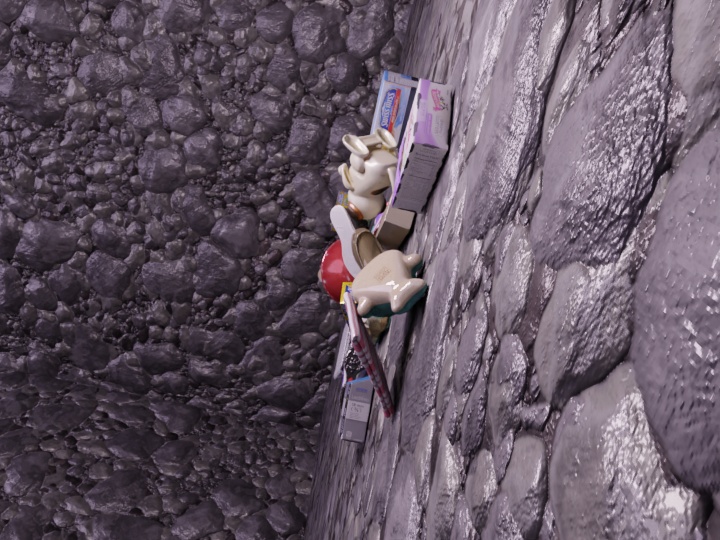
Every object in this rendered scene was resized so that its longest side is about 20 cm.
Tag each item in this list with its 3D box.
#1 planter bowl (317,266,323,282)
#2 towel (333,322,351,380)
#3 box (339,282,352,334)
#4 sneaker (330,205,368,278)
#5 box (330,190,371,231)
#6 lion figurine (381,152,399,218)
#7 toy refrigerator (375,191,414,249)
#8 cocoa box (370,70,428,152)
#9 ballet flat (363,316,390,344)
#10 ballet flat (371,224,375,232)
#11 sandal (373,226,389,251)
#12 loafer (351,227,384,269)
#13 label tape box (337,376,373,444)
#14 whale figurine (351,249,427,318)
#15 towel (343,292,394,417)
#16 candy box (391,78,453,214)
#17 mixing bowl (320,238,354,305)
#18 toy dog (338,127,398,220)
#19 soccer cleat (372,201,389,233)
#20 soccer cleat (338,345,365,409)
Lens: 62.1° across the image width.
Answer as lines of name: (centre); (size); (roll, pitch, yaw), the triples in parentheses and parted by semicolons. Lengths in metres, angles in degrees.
planter bowl: (-0.014, -0.013, 1.777); (0.201, 0.197, 0.137); (-89, 21, -73)
towel: (-0.015, 0.236, 1.821); (0.166, 0.084, 0.203); (115, 168, -68)
box: (-0.002, 0.116, 1.598); (0.202, 0.063, 0.071); (74, -162, -50)
sneaker: (-0.005, -0.073, 1.542); (0.099, 0.070, 0.203); (-8, -105, -56)
box: (-0.040, -0.280, 3.023); (0.201, 0.189, 0.124); (110, 171, -63)
lion figurine: (0.103, -0.204, 1.534); (0.122, 0.071, 0.204); (-168, 75, -74)
toy refrigerator: (0.085, -0.113, 1.433); (0.200, 0.069, 0.077); (118, 171, -76)
cocoa box: (0.101, -0.411, 1.602); (0.134, 0.129, 0.203); (-84, 7, -62)
ballet flat: (0.030, 0.137, 1.505); (0.200, 0.069, 0.072); (110, 171, -70)
ballet flat: (0.044, -0.059, 1.881); (0.070, 0.066, 0.204); (67, -145, -81)
sandal: (0.048, -0.013, 1.549); (0.059, 0.078, 0.211); (12, -100, -56)
loafer: (0.039, -0.010, 1.451); (0.067, 0.075, 0.203); (-15, 98, 65)
label tape box: (-0.008, 0.325, 1.521); (0.144, 0.062, 0.204); (122, 159, -79)
whale figurine: (0.065, 0.041, 1.101); (0.159, 0.104, 0.200); (-43, 23, -9)
towel: (0.011, 0.157, 1.113); (0.147, 0.029, 0.202); (-107, -5, -61)
candy box: (0.122, -0.245, 1.196); (0.201, 0.070, 0.170); (106, 174, -59)
mixing bowl: (0.000, 0.000, 1.637); (0.108, 0.197, 0.204); (168, 116, -67)
toy dog: (0.030, -0.220, 1.480); (0.139, 0.194, 0.202); (-29, -28, -36)
soccer cleat: (0.073, -0.131, 1.730); (0.201, 0.067, 0.074); (-83, 14, -60)
soccer cleat: (-0.016, 0.297, 1.676); (0.073, 0.067, 0.204); (67, -147, -72)
